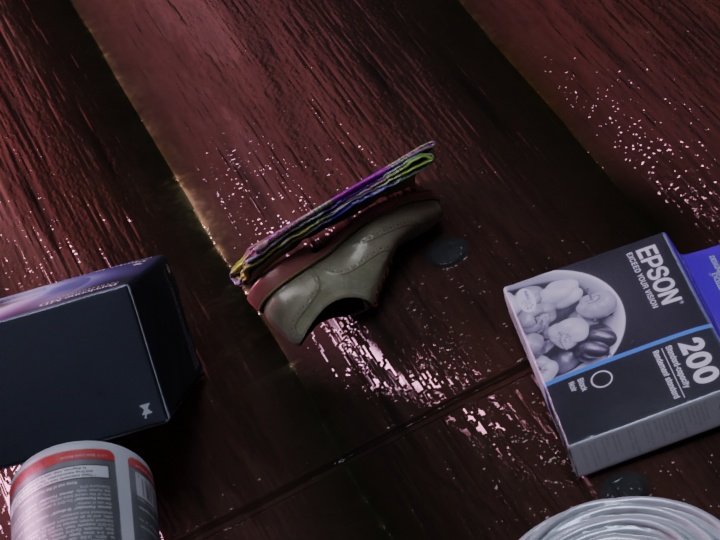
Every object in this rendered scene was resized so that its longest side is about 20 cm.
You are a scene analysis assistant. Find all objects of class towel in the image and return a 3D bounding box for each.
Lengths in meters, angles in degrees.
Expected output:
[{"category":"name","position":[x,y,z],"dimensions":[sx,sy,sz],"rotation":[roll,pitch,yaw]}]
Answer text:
[{"category":"towel","position":[-0.026,-0.046,1.879],"dimensions":[0.200,0.144,0.023],"rotation":[-31,87,-12]}]

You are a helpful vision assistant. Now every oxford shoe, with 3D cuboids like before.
[{"category":"oxford shoe","position":[0.000,0.000,1.864],"dimensions":[0.200,0.070,0.075],"rotation":[-33,73,-20]}]

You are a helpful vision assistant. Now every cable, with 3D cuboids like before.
[{"category":"cable","position":[0.184,0.251,1.505],"dimensions":[0.200,0.069,0.200],"rotation":[-14,41,6]}]

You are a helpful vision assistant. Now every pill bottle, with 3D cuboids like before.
[{"category":"pill bottle","position":[-0.207,0.240,1.630],"dimensions":[0.116,0.116,0.200],"rotation":[-16,48,5]}]

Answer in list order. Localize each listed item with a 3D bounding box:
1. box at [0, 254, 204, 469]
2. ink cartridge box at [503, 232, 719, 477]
[{"category":"box","position":[-0.250,0.077,1.757],"dimensions":[0.200,0.123,0.198],"rotation":[-16,7,5]},{"category":"ink cartridge box","position":[0.235,0.055,1.713],"dimensions":[0.200,0.043,0.198],"rotation":[-19,41,0]}]
